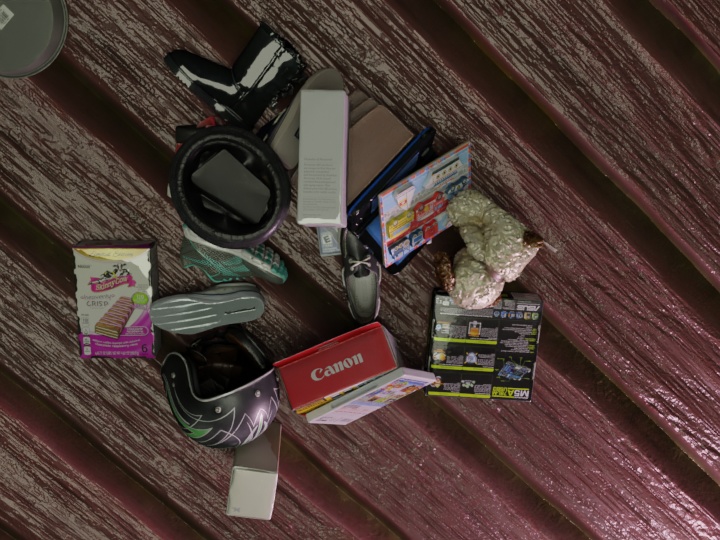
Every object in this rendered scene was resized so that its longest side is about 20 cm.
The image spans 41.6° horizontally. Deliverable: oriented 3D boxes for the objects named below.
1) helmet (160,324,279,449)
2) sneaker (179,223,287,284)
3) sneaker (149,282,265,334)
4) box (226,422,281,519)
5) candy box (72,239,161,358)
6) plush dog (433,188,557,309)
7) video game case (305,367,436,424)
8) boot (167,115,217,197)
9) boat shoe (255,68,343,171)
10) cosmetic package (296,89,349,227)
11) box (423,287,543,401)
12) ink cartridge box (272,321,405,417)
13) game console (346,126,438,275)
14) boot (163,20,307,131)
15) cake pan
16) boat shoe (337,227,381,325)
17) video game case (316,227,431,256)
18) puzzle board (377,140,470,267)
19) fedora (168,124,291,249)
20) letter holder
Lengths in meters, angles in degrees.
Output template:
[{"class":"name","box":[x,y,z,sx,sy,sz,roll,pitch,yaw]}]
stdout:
[{"class":"helmet","box":[-0.232,0.209,1.616,0.200,0.200,0.191,-43,71,10]},{"class":"sneaker","box":[-0.223,-0.014,1.639,0.199,0.078,0.092,25,112,0]},{"class":"sneaker","box":[-0.266,0.063,1.646,0.198,0.071,0.074,-3,114,-11]},{"class":"box","box":[-0.185,0.345,1.664,0.077,0.200,0.096,9,106,-5]},{"class":"candy box","box":[-0.422,0.050,1.649,0.135,0.061,0.202,0,105,-2]},{"class":"plush dog","box":[0.213,-0.011,1.573,0.199,0.160,0.172,31,99,-35]},{"class":"video game case","box":[0.020,0.222,1.655,0.199,0.143,0.018,-28,69,20]},{"class":"boot","box":[-0.219,-0.179,1.590,0.198,0.072,0.146,11,103,-1]},{"class":"boat shoe","box":[-0.112,-0.254,1.571,0.075,0.092,0.201,47,68,-36]},{"class":"cosmetic package","box":[-0.056,-0.169,1.456,0.071,0.101,0.202,2,90,3]},{"class":"box","box":[0.219,0.134,1.700,0.198,0.048,0.195,3,107,-3]},{"class":"ink cartridge box","box":[-0.032,0.173,1.628,0.199,0.176,0.084,-23,73,5]},{"class":"game console","box":[0.083,-0.110,1.556,0.118,0.171,0.200,42,82,5]},{"class":"boot","box":[-0.198,-0.335,1.545,0.198,0.073,0.163,40,103,-19]},{"class":"cake pan","box":[-0.577,-0.411,1.531,0.198,0.037,0.202,-1,105,-2]},{"class":"boat shoe","box":[0.000,0.000,1.631,0.073,0.060,0.202,-3,117,-1]},{"class":"video game case","box":[0.017,-0.124,1.634,0.198,0.023,0.184,-7,105,0]},{"class":"puzzle board","box":[0.111,-0.108,1.560,0.199,0.017,0.152,-33,139,-26]},{"class":"fedora","box":[-0.206,-0.131,1.519,0.199,0.092,0.203,0,91,-1]},{"class":"letter holder","box":[-0.029,-0.192,1.553,0.142,0.101,0.200,44,92,-1]}]
